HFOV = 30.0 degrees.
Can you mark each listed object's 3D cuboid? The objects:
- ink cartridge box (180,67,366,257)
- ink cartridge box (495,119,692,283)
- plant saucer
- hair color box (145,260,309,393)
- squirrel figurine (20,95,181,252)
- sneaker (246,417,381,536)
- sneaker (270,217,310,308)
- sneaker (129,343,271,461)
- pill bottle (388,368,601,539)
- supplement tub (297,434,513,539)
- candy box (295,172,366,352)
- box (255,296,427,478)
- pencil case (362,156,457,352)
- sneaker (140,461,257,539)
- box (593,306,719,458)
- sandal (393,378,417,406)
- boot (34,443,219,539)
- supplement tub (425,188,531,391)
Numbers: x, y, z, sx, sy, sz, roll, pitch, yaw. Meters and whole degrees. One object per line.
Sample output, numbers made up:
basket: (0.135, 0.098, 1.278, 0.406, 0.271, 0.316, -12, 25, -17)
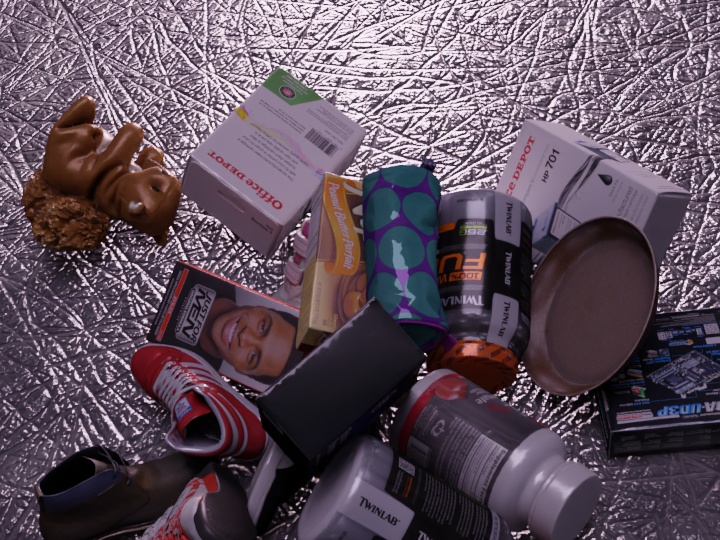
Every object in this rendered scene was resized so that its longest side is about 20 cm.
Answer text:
ink cartridge box: (-0.109, -0.137, 1.687, 0.145, 0.084, 0.200, 37, 55, 4)
ink cartridge box: (0.254, -0.066, 1.537, 0.200, 0.147, 0.086, 34, 23, 35)
plant saucer: (0.247, 0.040, 1.428, 0.032, 0.200, 0.201, 22, 33, -32)
hair color box: (-0.133, 0.070, 1.502, 0.199, 0.061, 0.102, 20, 88, 26)
squirrel figurine: (-0.324, -0.090, 1.699, 0.186, 0.142, 0.200, 39, 75, 26)
sneaker: (-0.040, 0.195, 1.384, 0.111, 0.073, 0.201, 25, 70, -4)
sneaker: (-0.052, -0.013, 1.554, 0.200, 0.088, 0.081, -47, 33, -9)
sneaker: (-0.190, 0.135, 1.422, 0.199, 0.112, 0.072, 31, 97, 26)
pill bottle: (0.134, 0.189, 1.333, 0.200, 0.111, 0.111, 30, 56, 33)
supplement tub: (0.053, 0.248, 1.227, 0.199, 0.123, 0.123, 32, 48, -9)
candy box: (0.000, 0.000, 1.450, 0.115, 0.055, 0.201, 14, 56, -14)
box: (-0.020, 0.115, 1.258, 0.141, 0.200, 0.079, -43, 82, -10)
pencil case: (0.049, -0.014, 1.392, 0.092, 0.085, 0.201, 13, 57, -21)
sneaker: (-0.158, 0.259, 1.276, 0.108, 0.067, 0.201, -48, 10, 2)
box: (0.348, 0.114, 1.421, 0.199, 0.046, 0.159, -6, 45, 3)
sandal: (0.032, 0.075, 1.501, 0.080, 0.054, 0.201, -34, 43, 22)
boot: (-0.238, 0.217, 1.373, 0.199, 0.097, 0.075, -29, 46, -20)
supplement tub: (0.125, 0.023, 1.465, 0.122, 0.123, 0.201, 0, 61, 9)
